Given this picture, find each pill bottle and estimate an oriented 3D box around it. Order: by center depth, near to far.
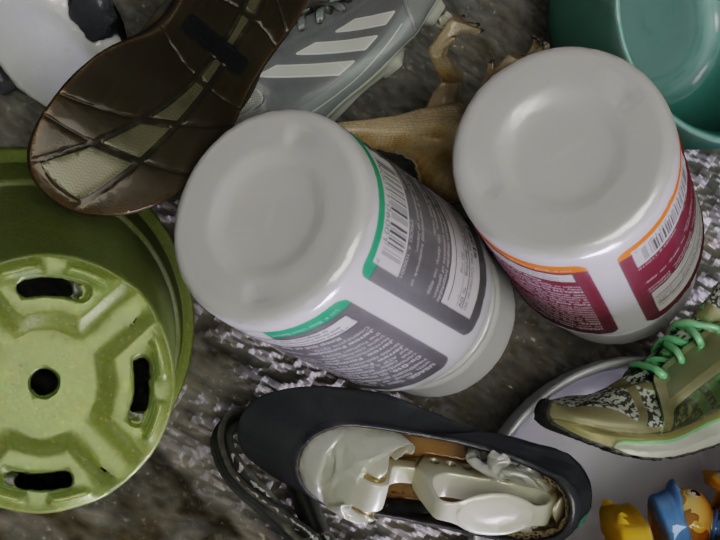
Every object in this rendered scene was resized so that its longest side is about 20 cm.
[{"bbox_3d":[0.000,0.000,0.954,0.113,0.113,0.200,-61,147,-2],"label":"pill bottle"},{"bbox_3d":[0.124,-0.031,0.977,0.114,0.200,0.114,-5,72,14],"label":"pill bottle"}]

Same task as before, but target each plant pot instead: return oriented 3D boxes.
[{"bbox_3d":[-0.168,0.041,0.921,0.199,0.190,0.201,-1,96,-14],"label":"plant pot"}]

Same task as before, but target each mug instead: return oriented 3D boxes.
[{"bbox_3d":[0.192,-0.132,1.031,0.152,0.114,0.185,-41,106,-15],"label":"mug"}]

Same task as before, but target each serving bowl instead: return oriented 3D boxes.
[{"bbox_3d":[0.152,0.146,1.082,0.200,0.066,0.201,-2,96,-14],"label":"serving bowl"}]

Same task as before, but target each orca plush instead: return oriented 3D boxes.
[{"bbox_3d":[-0.186,-0.156,0.973,0.200,0.071,0.105,32,132,-12],"label":"orca plush"}]

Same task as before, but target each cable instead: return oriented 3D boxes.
[{"bbox_3d":[-0.017,0.162,1.008,0.097,0.050,0.200,-11,73,-20],"label":"cable"}]

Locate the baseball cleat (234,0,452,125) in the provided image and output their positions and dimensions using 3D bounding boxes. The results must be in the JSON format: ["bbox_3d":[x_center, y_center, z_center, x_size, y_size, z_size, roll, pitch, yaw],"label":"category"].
[{"bbox_3d":[-0.035,-0.124,1.000,0.106,0.070,0.200,42,84,-16],"label":"baseball cleat"}]

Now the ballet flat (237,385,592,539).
[{"bbox_3d":[0.029,0.110,0.985,0.199,0.073,0.073,13,93,-1],"label":"ballet flat"}]

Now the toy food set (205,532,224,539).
[{"bbox_3d":[-0.164,0.172,0.955,0.199,0.144,0.061,10,114,-15],"label":"toy food set"}]

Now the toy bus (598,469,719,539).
[{"bbox_3d":[0.175,0.184,1.004,0.191,0.136,0.201,12,91,0],"label":"toy bus"}]

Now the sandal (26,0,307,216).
[{"bbox_3d":[-0.098,-0.103,0.941,0.082,0.055,0.200,40,63,-16],"label":"sandal"}]

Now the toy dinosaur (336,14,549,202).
[{"bbox_3d":[0.054,-0.081,0.991,0.200,0.058,0.101,4,121,-38],"label":"toy dinosaur"}]

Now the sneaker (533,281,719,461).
[{"bbox_3d":[0.185,0.051,1.011,0.199,0.077,0.089,-7,97,-22],"label":"sneaker"}]
